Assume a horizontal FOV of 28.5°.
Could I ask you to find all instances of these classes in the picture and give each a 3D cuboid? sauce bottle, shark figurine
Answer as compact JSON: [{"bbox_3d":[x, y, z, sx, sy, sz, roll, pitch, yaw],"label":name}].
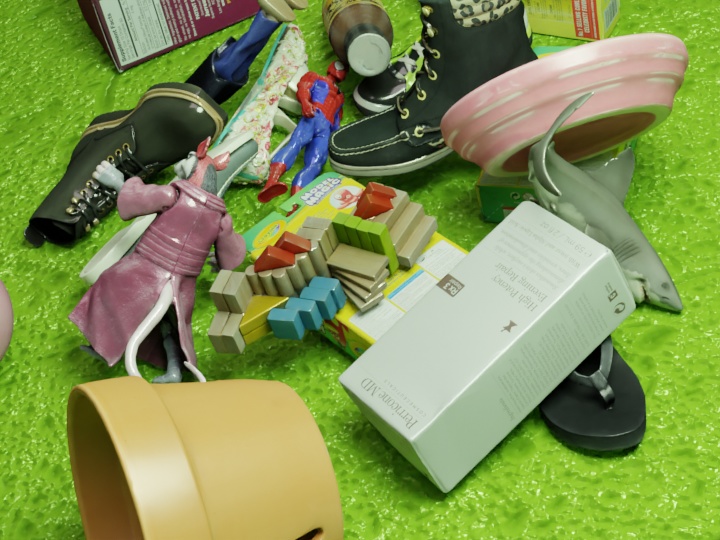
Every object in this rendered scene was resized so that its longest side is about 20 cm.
[{"bbox_3d":[0.000,-0.230,1.356,0.064,0.065,0.200,-16,23,-1],"label":"sauce bottle"},{"bbox_3d":[0.176,-0.068,1.080,0.090,0.214,0.128,-47,40,-3],"label":"shark figurine"}]

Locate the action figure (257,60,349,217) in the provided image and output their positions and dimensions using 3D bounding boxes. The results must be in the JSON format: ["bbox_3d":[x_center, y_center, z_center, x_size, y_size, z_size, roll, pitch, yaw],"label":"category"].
[{"bbox_3d":[-0.041,-0.127,1.305,0.052,0.065,0.201,-23,36,33],"label":"action figure"}]

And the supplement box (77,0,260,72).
[{"bbox_3d":[-0.200,-0.316,1.515,0.199,0.104,0.131,-25,44,-11],"label":"supplement box"}]

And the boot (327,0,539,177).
[{"bbox_3d":[0.055,-0.170,1.194,0.202,0.154,0.074,-15,40,3],"label":"boot"}]

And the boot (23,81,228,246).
[{"bbox_3d":[-0.212,-0.086,1.278,0.200,0.077,0.139,-18,35,50],"label":"boot"}]

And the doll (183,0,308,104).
[{"bbox_3d":[-0.128,-0.190,1.341,0.200,0.048,0.137,-43,8,29],"label":"doll"}]

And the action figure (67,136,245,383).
[{"bbox_3d":[-0.157,-0.013,1.124,0.133,0.201,0.149,22,5,-18],"label":"action figure"}]

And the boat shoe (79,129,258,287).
[{"bbox_3d":[-0.154,-0.042,1.236,0.200,0.062,0.073,-46,15,-19],"label":"boat shoe"}]

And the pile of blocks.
[{"bbox_3d":[-0.032,-0.005,1.088,0.200,0.062,0.082,-35,47,-13],"label":"pile of blocks"}]

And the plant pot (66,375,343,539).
[{"bbox_3d":[-0.102,0.157,0.949,0.139,0.201,0.200,-14,40,-24],"label":"plant pot"}]

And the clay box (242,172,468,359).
[{"bbox_3d":[0.000,0.000,1.161,0.115,0.048,0.200,-38,46,-20],"label":"clay box"}]

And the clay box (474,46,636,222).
[{"bbox_3d":[0.183,-0.123,1.248,0.114,0.048,0.200,5,46,23],"label":"clay box"}]

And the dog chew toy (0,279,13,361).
[{"bbox_3d":[-0.371,0.021,1.208,0.124,0.125,0.200,-28,36,-14],"label":"dog chew toy"}]

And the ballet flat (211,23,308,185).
[{"bbox_3d":[-0.083,-0.152,1.352,0.064,0.076,0.201,26,55,-3],"label":"ballet flat"}]

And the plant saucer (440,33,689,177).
[{"bbox_3d":[0.163,-0.122,1.107,0.199,0.201,0.051,-16,80,-1],"label":"plant saucer"}]

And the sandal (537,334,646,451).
[{"bbox_3d":[0.159,0.056,1.073,0.076,0.043,0.201,-15,43,0],"label":"sandal"}]

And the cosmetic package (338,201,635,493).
[{"bbox_3d":[0.092,0.053,1.037,0.200,0.074,0.102,-43,41,-10],"label":"cosmetic package"}]

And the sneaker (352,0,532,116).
[{"bbox_3d":[0.075,-0.217,1.350,0.199,0.083,0.072,-29,44,-15],"label":"sneaker"}]

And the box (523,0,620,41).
[{"bbox_3d":[0.154,-0.279,1.400,0.199,0.075,0.050,14,51,26],"label":"box"}]
